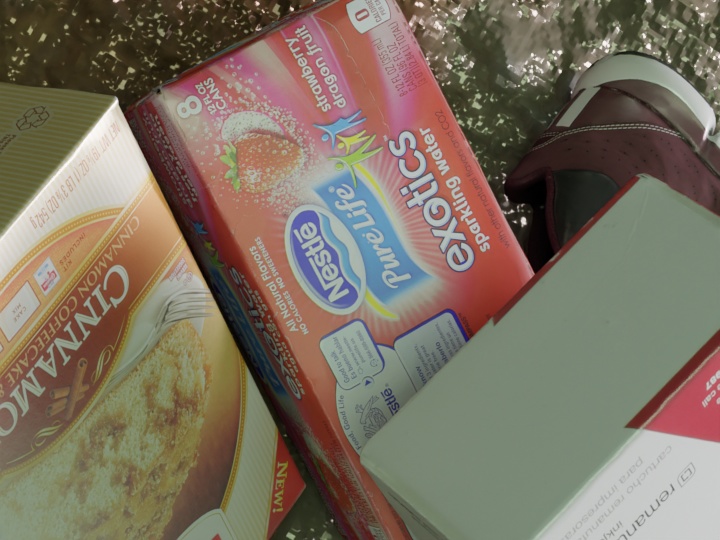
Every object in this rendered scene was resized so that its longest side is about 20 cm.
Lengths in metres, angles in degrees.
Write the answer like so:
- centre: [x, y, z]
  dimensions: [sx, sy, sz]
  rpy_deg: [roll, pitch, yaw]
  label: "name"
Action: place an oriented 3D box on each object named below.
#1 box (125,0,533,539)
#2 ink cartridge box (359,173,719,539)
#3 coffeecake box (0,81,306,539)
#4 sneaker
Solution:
- centre: [0.000, 0.000, 0.872]
  dimensions: [0.099, 0.095, 0.201]
  rpy_deg: [-29, 96, -14]
  label: "box"
- centre: [0.110, 0.088, 0.809]
  dimensions: [0.147, 0.083, 0.200]
  rpy_deg: [-45, 136, -9]
  label: "ink cartridge box"
- centre: [-0.116, 0.060, 0.789]
  dimensions: [0.154, 0.073, 0.201]
  rpy_deg: [-54, 138, -32]
  label: "coffeecake box"
- centre: [0.138, 0.013, 0.903]
  dimensions: [0.200, 0.076, 0.115]
  rpy_deg: [42, 63, 10]
  label: "sneaker"
